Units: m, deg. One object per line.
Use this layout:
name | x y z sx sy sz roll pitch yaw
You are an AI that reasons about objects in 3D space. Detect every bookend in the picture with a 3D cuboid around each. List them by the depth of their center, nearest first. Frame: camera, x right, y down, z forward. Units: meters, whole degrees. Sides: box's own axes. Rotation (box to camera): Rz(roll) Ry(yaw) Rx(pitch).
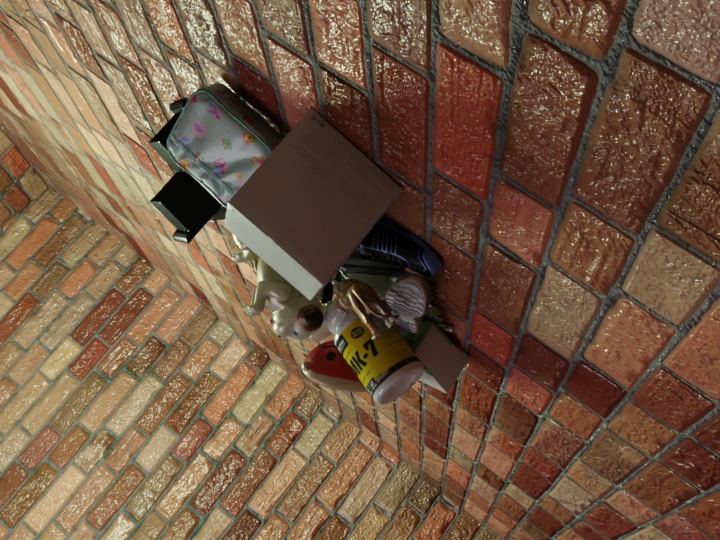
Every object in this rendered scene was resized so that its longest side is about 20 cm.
bookend | -0.361 -0.196 1.756 0.199 0.201 0.092 46 162 -26

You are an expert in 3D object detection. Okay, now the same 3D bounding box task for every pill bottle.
pill bottle | 0.021 0.142 1.660 0.201 0.114 0.115 52 170 23

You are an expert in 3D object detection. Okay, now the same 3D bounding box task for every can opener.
can opener | -0.018 -0.008 1.564 0.196 0.067 0.053 2 150 -1

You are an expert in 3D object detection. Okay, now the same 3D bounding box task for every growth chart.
growth chart | 0.101 0.056 1.706 0.200 0.018 0.144 47 163 -20

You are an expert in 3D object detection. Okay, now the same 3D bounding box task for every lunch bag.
lunch bag | -0.228 -0.203 1.500 0.200 0.161 0.077 43 -153 3

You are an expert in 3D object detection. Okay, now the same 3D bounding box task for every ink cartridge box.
ink cartridge box | 0.099 0.152 1.790 0.199 0.088 0.145 17 157 49

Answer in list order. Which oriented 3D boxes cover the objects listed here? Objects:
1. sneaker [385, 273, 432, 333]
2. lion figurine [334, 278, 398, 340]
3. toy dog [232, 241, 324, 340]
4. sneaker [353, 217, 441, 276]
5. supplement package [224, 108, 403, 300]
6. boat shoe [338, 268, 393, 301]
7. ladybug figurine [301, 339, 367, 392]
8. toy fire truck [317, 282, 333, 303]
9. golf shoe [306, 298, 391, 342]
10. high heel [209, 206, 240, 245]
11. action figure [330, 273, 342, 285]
sneaker | 0.090 0.040 1.540 0.074 0.083 0.200 26 162 7
lion figurine | 0.006 0.054 1.512 0.123 0.072 0.200 53 167 7
toy dog | -0.139 0.035 1.670 0.139 0.192 0.203 -31 76 61
sneaker | 0.040 -0.038 1.480 0.199 0.078 0.070 35 162 16
supplement package | -0.078 -0.098 1.369 0.191 0.201 0.147 40 164 -1
boat shoe | 0.000 0.000 1.695 0.199 0.072 0.068 37 172 38
ladybug figurine | -0.025 0.185 1.747 0.198 0.073 0.136 3 -157 -33
toy fire truck | -0.128 -0.040 1.830 0.127 0.204 0.176 5 -177 -14
golf shoe | -0.025 0.101 1.767 0.098 0.199 0.078 60 -166 24
high heel | -0.208 -0.103 1.803 0.199 0.141 0.072 30 123 44
action figure | -0.028 0.018 1.843 0.118 0.055 0.200 43 160 1
